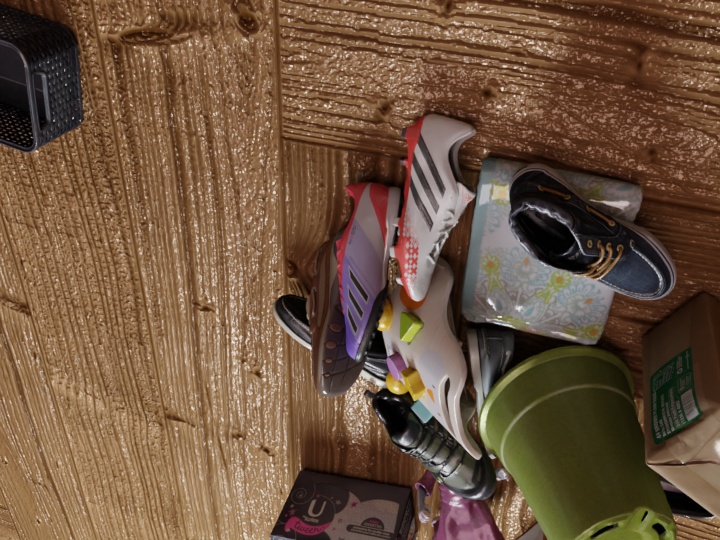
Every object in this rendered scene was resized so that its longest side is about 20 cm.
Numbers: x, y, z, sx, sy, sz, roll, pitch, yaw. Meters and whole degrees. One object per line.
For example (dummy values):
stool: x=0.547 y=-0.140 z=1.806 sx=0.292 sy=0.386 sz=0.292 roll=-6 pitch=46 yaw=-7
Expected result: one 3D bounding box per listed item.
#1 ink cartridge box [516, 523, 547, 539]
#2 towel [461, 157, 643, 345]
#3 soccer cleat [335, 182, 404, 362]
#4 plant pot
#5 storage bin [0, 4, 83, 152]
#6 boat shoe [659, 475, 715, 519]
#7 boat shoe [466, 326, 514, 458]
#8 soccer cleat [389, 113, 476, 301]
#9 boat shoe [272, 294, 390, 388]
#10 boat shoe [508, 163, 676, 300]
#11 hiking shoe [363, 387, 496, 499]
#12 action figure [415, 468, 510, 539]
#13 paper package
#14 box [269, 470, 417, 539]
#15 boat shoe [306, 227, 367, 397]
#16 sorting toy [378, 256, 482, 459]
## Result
ink cartridge box: x=0.317 y=0.467 z=0.981 sx=0.197 sy=0.068 sz=0.118 roll=33 pitch=126 yaw=0
towel: x=0.202 y=-0.017 z=0.744 sx=0.166 sy=0.048 sz=0.205 roll=11 pitch=123 yaw=12
soccer cleat: x=0.000 y=0.000 z=0.770 sx=0.071 sy=0.068 sz=0.206 roll=11 pitch=86 yaw=2
plant pot: x=0.250 y=0.224 z=0.741 sx=0.194 sy=0.192 sz=0.205 roll=-4 pitch=125 yaw=-6
storage bin: x=-0.463 y=-0.251 z=0.843 sx=0.195 sy=0.094 sz=0.138 roll=19 pitch=125 yaw=9
boat shoe: x=0.352 y=0.271 z=0.852 sx=0.194 sy=0.057 sz=0.068 roll=1 pitch=121 yaw=22
boat shoe: x=0.175 y=0.158 z=0.847 sx=0.060 sy=0.073 sz=0.204 roll=-10 pitch=120 yaw=8
soccer cleat: x=0.082 y=-0.064 z=0.726 sx=0.083 sy=0.068 sz=0.207 roll=8 pitch=102 yaw=23
boat shoe: x=-0.020 y=0.078 z=0.876 sx=0.197 sy=0.075 sz=0.067 roll=34 pitch=125 yaw=-2
boat shoe: x=0.223 y=-0.018 z=0.651 sx=0.198 sy=0.091 sz=0.071 roll=34 pitch=126 yaw=-3
hiking shoe: x=0.084 y=0.225 z=0.864 sx=0.198 sy=0.100 sz=0.077 roll=37 pitch=102 yaw=29
action figure: x=0.146 y=0.311 z=0.955 sx=0.130 sy=0.149 sz=0.206 roll=-11 pitch=97 yaw=6
paper package: x=0.387 y=0.151 z=0.676 sx=0.188 sy=0.201 sz=0.104 roll=35 pitch=127 yaw=-1
box: x=-0.023 y=0.414 z=1.048 sx=0.194 sy=0.133 sz=0.117 roll=2 pitch=123 yaw=20
boat shoe: x=-0.030 y=0.051 z=0.817 sx=0.075 sy=0.206 sz=0.071 roll=21 pitch=160 yaw=-37
sorting toy: x=0.093 y=0.119 z=0.776 sx=0.104 sy=0.181 sz=0.205 roll=-18 pitch=116 yaw=-8
